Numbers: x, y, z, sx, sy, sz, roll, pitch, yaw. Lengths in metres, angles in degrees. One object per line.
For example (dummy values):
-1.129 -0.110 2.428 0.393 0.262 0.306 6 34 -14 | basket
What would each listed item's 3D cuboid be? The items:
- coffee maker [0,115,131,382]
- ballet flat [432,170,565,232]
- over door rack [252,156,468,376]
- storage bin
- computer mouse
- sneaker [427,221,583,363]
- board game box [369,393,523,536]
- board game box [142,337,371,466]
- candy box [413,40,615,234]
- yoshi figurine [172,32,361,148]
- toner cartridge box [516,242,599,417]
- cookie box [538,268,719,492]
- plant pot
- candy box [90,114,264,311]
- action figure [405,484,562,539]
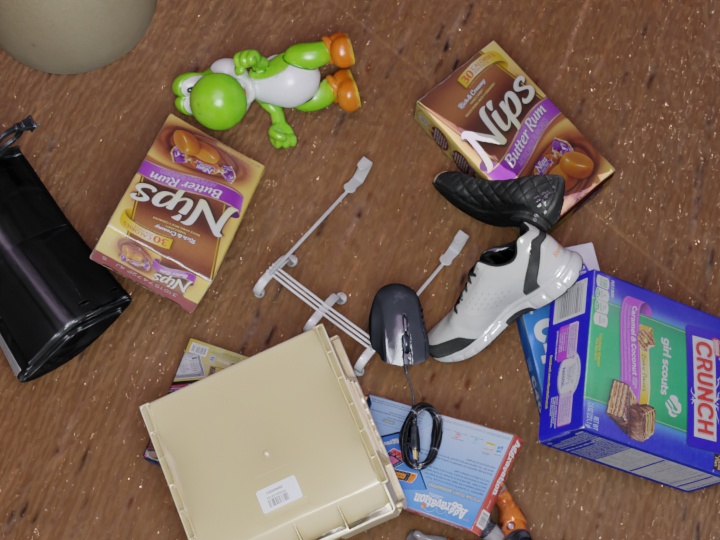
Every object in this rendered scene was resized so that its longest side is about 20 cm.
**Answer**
-0.337 -0.012 1.534 0.135 0.192 0.200 -35 82 -33 | coffee maker
0.145 -0.079 1.588 0.066 0.200 0.057 35 80 -34 | ballet flat
0.000 0.000 1.615 0.148 0.067 0.200 37 63 6 | over door rack
-0.082 0.183 1.479 0.200 0.094 0.199 -24 73 2 | storage bin
0.048 0.101 1.518 0.059 0.034 0.200 -5 65 -13 | computer mouse
0.131 0.020 1.560 0.080 0.200 0.074 40 31 -17 | sneaker
0.062 0.190 1.517 0.200 0.019 0.103 12 68 45 | board game box
-0.105 0.163 1.562 0.200 0.035 0.136 18 74 11 | board game box
0.165 -0.138 1.660 0.117 0.056 0.200 -40 78 -11 | candy box
-0.101 -0.192 1.637 0.200 0.112 0.113 -10 79 -3 | yoshi figurine
0.221 0.078 1.608 0.095 0.043 0.200 -12 76 -7 | toner cartridge box
0.285 0.113 1.535 0.200 0.075 0.171 20 64 -26 | cookie box
-0.326 -0.332 1.652 0.200 0.134 0.201 0 74 -2 | plant pot
-0.183 -0.061 1.558 0.117 0.056 0.200 29 42 -9 | candy box
0.133 0.306 1.514 0.193 0.105 0.200 41 73 19 | action figure
